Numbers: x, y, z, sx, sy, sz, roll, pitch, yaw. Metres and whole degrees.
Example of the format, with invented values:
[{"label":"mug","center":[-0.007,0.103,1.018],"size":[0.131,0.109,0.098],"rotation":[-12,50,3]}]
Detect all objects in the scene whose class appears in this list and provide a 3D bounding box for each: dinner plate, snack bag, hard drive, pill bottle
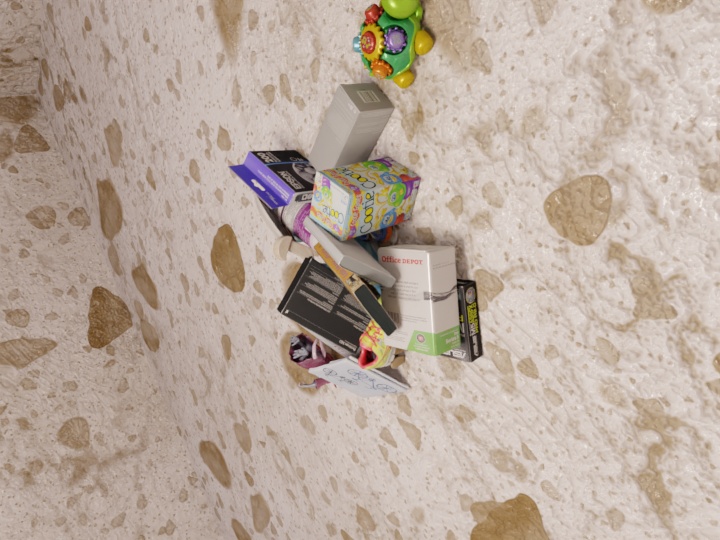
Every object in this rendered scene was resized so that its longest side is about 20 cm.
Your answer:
[{"label":"dinner plate","center":[-0.214,-0.119,1.377],"size":[0.201,0.024,0.200],"rotation":[55,-176,-6]},{"label":"snack bag","center":[-0.007,0.267,1.344],"size":[0.187,0.022,0.199],"rotation":[30,149,-22]},{"label":"hard drive","center":[-0.026,-0.040,1.079],"size":[0.026,0.131,0.200],"rotation":[-58,35,11]},{"label":"pill bottle","center":[-0.133,-0.135,1.336],"size":[0.199,0.112,0.113],"rotation":[38,132,27]}]

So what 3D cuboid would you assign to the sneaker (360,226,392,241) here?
[{"label":"sneaker","center":[-0.010,-0.143,1.225],"size":[0.200,0.078,0.076],"rotation":[50,137,23]}]

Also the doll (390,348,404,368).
[{"label":"doll","center":[0.026,0.152,1.330],"size":[0.199,0.048,0.138],"rotation":[31,126,39]}]

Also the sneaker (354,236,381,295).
[{"label":"sneaker","center":[0.000,0.000,1.231],"size":[0.201,0.130,0.080],"rotation":[59,141,13]}]

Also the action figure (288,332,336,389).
[{"label":"action figure","center":[-0.103,0.244,1.472],"size":[0.148,0.135,0.200],"rotation":[-23,126,34]}]

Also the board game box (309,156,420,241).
[{"label":"board game box","center":[0.011,-0.149,1.100],"size":[0.105,0.199,0.104],"rotation":[38,132,32]}]

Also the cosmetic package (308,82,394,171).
[{"label":"cosmetic package","center":[-0.024,-0.290,1.159],"size":[0.091,0.106,0.200],"rotation":[55,137,17]}]

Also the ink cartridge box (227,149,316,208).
[{"label":"ink cartridge box","center":[-0.181,-0.224,1.298],"size":[0.198,0.199,0.044],"rotation":[42,129,30]}]

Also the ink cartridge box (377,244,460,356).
[{"label":"ink cartridge box","center":[0.115,0.052,1.082],"size":[0.145,0.083,0.203],"rotation":[6,103,49]}]

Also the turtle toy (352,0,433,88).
[{"label":"turtle toy","center":[0.055,-0.441,1.003],"size":[0.146,0.100,0.201],"rotation":[54,139,19]}]

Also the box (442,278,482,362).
[{"label":"box","center":[0.159,0.095,1.151],"size":[0.199,0.044,0.162],"rotation":[8,110,48]}]

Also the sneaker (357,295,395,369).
[{"label":"sneaker","center":[0.041,0.141,1.202],"size":[0.078,0.090,0.202],"rotation":[32,125,40]}]

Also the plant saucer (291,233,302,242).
[{"label":"plant saucer","center":[-0.197,-0.172,1.477],"size":[0.199,0.027,0.203],"rotation":[22,121,42]}]

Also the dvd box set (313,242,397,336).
[{"label":"dvd box set","center":[-0.012,0.032,1.089],"size":[0.147,0.029,0.200],"rotation":[53,176,-39]}]

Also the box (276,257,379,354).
[{"label":"box","center":[-0.070,0.080,1.244],"size":[0.199,0.142,0.079],"rotation":[31,172,-16]}]

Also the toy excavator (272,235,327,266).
[{"label":"toy excavator","center":[-0.110,0.008,1.323],"size":[0.100,0.193,0.203],"rotation":[5,104,59]}]

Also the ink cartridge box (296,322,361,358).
[{"label":"ink cartridge box","center":[-0.104,0.148,1.369],"size":[0.199,0.044,0.173],"rotation":[37,163,-15]}]
